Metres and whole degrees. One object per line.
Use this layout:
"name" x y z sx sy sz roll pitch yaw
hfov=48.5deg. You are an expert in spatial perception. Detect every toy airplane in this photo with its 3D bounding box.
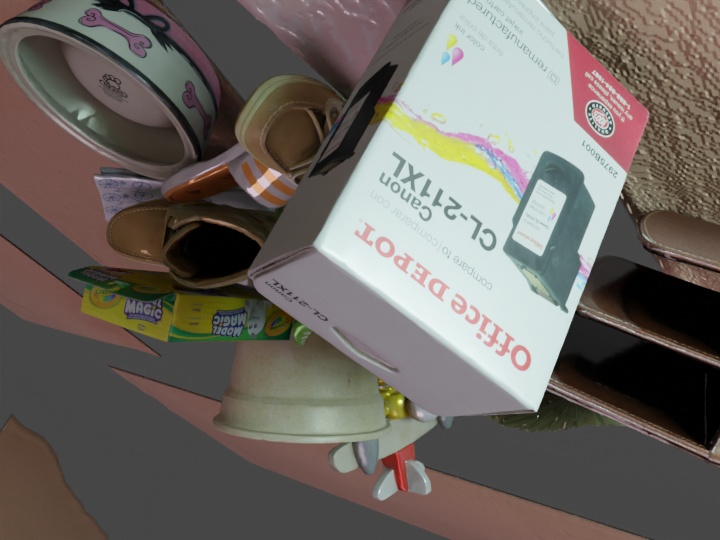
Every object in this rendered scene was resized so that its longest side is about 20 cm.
"toy airplane" 0.053 0.200 1.049 0.199 0.201 0.141 36 139 -26

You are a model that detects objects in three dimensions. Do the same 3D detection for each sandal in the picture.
"sandal" -0.085 -0.078 0.689 0.206 0.060 0.079 -20 171 33

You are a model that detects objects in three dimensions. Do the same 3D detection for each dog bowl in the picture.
"dog bowl" -0.214 -0.170 0.712 0.199 0.074 0.200 24 157 11

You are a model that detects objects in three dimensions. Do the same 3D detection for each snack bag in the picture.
"snack bag" -0.190 -0.060 0.890 0.187 0.022 0.200 3 161 -11

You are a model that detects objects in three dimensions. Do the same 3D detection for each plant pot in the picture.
"plant pot" -0.059 0.082 0.889 0.199 0.185 0.200 3 178 0

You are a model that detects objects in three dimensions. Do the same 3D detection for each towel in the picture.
"towel" 0.002 -0.179 0.502 0.200 0.032 0.191 39 154 -27

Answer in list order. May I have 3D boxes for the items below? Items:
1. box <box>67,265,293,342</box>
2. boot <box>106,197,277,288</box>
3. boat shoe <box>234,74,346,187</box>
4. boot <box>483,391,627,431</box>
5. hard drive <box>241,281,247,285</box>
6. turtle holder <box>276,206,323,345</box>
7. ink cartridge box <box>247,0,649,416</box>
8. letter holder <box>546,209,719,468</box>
"box" -0.163 0.032 0.745 0.117 0.049 0.200 14 -179 32
"boot" -0.164 -0.027 0.743 0.199 0.073 0.155 6 -172 6
"boat shoe" -0.013 -0.084 0.598 0.063 0.073 0.200 39 -173 30
"boot" 0.126 0.049 0.631 0.174 0.067 0.200 13 -161 -20
"hard drive" -0.086 0.037 1.077 0.199 0.025 0.132 4 147 45
"turtle holder" 0.000 -0.010 0.710 0.131 0.142 0.186 -6 169 7
"ink cartridge box" 0.055 -0.042 0.432 0.145 0.201 0.083 36 154 -20
"letter holder" 0.178 0.016 0.504 0.141 0.101 0.200 22 -163 19
